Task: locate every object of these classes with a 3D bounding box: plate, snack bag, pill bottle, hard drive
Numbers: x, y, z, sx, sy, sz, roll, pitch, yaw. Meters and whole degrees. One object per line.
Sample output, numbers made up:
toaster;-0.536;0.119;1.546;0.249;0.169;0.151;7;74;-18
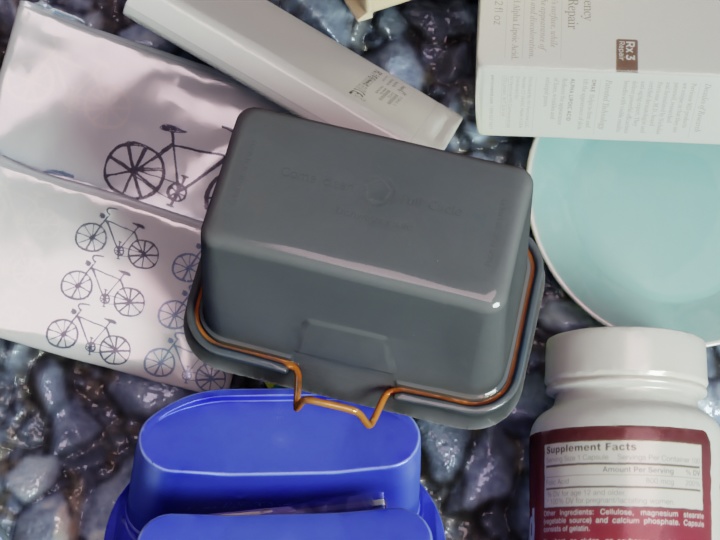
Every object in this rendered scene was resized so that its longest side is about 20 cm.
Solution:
plate;0.203;-0.045;0.917;0.199;0.026;0.201;2;76;-8
snack bag;-0.140;-0.041;0.837;0.188;0.021;0.201;18;89;-12
pill bottle;0.155;0.140;0.820;0.114;0.114;0.201;4;76;-6
hard drive;-0.035;-0.124;0.857;0.200;0.132;0.027;31;110;0

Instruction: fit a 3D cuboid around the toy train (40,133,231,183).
toy train;-0.153;-0.075;0.872;0.199;0.042;0.057;-16;69;-11

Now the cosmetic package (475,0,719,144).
cosmetic package;0.173;-0.140;0.881;0.199;0.074;0.102;1;58;6

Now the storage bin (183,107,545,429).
storage bin;0.000;0.000;0.751;0.199;0.134;0.146;13;68;6

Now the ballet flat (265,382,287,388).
ballet flat;0.013;0.000;0.860;0.067;0.067;0.200;39;75;5

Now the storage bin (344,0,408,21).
storage bin;0.050;-0.279;0.888;0.199;0.094;0.199;-20;55;-11

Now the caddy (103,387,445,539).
caddy;-0.047;0.149;0.799;0.199;0.105;0.142;0;54;-7

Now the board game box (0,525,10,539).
board game box;-0.337;0.132;0.794;0.199;0.043;0.200;-34;83;-15
